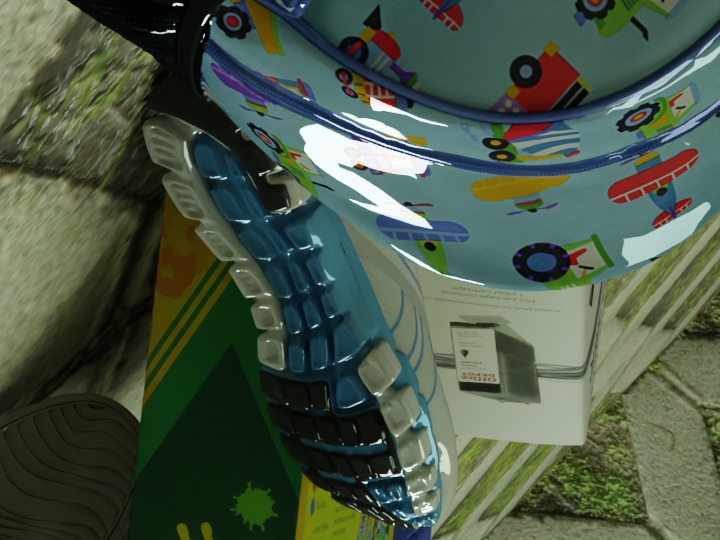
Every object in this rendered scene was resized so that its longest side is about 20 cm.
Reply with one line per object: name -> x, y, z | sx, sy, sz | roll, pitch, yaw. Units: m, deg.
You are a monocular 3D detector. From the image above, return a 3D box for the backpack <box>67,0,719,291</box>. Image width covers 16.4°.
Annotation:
backpack -> 0.025, -0.103, 0.581 | 0.183, 0.200, 0.135 | -47, 169, -10

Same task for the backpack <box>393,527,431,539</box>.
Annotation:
backpack -> -0.047, 0.220, 1.545 | 0.162, 0.168, 0.200 | -33, 166, -36

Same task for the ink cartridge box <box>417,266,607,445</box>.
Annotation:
ink cartridge box -> 0.067, -0.029, 1.088 | 0.200, 0.083, 0.147 | 79, 19, -63

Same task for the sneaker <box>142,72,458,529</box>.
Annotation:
sneaker -> 0.000, 0.000, 0.916 | 0.075, 0.200, 0.087 | -1, -151, 42

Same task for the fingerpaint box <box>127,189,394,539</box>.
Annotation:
fingerpaint box -> -0.033, 0.052, 1.049 | 0.200, 0.073, 0.167 | 4, 92, -78

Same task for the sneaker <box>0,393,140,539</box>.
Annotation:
sneaker -> -0.166, 0.130, 1.022 | 0.200, 0.075, 0.106 | -47, -179, -8
